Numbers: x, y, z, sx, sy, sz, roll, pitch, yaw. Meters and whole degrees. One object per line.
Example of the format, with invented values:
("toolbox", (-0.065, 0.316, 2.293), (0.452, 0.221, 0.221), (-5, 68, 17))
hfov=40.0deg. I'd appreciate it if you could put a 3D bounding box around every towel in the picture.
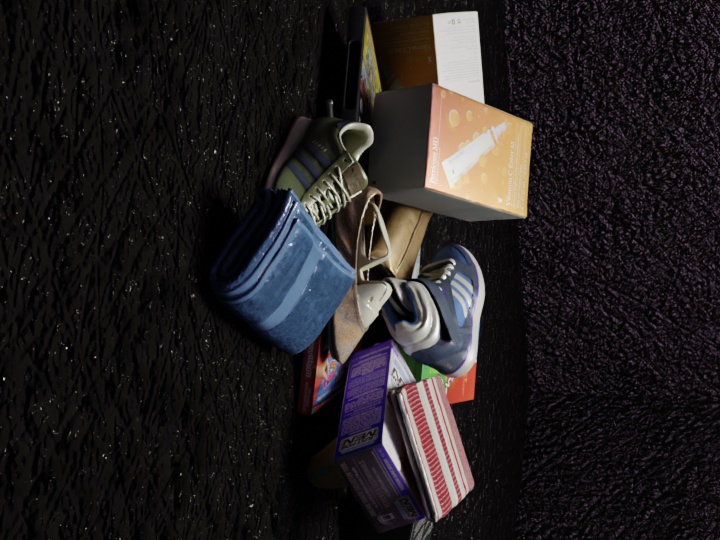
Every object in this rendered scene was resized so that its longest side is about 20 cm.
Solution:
("towel", (-0.068, 0.008, 0.907), (0.112, 0.048, 0.200), (-58, 159, -10))
("towel", (0.081, 0.195, 1.112), (0.200, 0.023, 0.145), (6, 66, -73))

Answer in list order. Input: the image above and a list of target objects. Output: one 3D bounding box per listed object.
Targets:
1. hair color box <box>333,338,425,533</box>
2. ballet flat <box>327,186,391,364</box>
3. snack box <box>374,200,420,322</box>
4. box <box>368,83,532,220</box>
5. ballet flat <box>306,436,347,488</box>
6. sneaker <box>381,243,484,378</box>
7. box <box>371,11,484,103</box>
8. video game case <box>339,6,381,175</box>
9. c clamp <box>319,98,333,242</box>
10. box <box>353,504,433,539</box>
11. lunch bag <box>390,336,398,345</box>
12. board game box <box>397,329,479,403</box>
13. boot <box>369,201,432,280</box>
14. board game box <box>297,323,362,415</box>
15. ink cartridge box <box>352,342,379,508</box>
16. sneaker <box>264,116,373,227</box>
("hair color box", (0.029, 0.180, 1.109), (0.110, 0.064, 0.201), (61, 19, -24))
("ballet flat", (0.000, 0.000, 1.075), (0.068, 0.067, 0.202), (38, 51, -73))
("snack box", (0.048, -0.037, 1.407), (0.142, 0.052, 0.202), (49, 44, -68))
("box", (0.114, -0.140, 1.224), (0.199, 0.097, 0.126), (10, 82, -44))
("ballet flat", (-0.010, 0.218, 1.164), (0.069, 0.063, 0.200), (64, 16, 15))
("sneaker", (0.083, 0.022, 1.222), (0.146, 0.080, 0.201), (38, 43, -38))
("box", (0.097, -0.254, 1.394), (0.097, 0.124, 0.202), (-16, 105, -41))
("video game case", (0.000, -0.195, 1.235), (0.200, 0.025, 0.182), (71, 23, -70))
("c clamp", (-0.043, -0.061, 1.124), (0.171, 0.027, 0.202), (77, 17, -57))
("box", (0.047, 0.347, 1.306), (0.200, 0.078, 0.143), (-13, 112, -75))
("lunch bag", (0.085, 0.182, 1.499), (0.151, 0.093, 0.201), (70, 30, -52))
("board game box", (0.112, 0.111, 1.395), (0.200, 0.040, 0.155), (4, 90, -62))
("boot", (0.049, -0.087, 1.277), (0.176, 0.066, 0.201), (56, 46, -38))
("board game box", (-0.030, 0.094, 1.146), (0.200, 0.019, 0.104), (-20, 116, -75))
("ink cartridge box", (0.019, 0.201, 1.293), (0.095, 0.037, 0.202), (-24, 120, -77))
("sneaker", (-0.038, -0.090, 1.001), (0.201, 0.089, 0.067), (-75, 160, -44))
